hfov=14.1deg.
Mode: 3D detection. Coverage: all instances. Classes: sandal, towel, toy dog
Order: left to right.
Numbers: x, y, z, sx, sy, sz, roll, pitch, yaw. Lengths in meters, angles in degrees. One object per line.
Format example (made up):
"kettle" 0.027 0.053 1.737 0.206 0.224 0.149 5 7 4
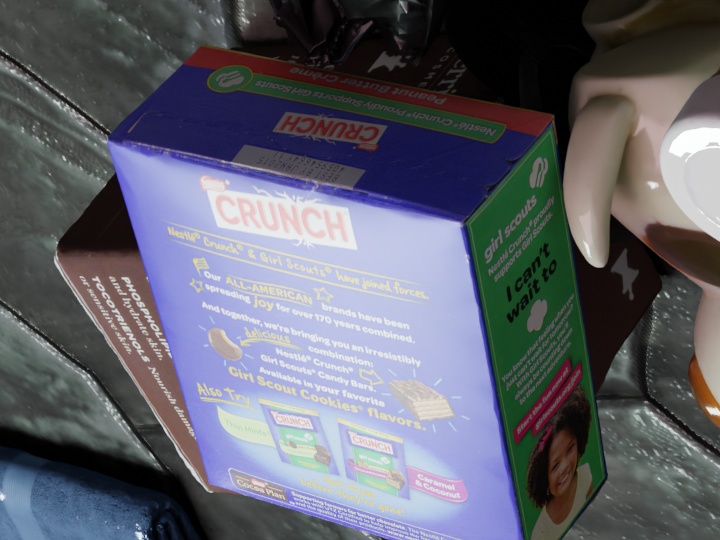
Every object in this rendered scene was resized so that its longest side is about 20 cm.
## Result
"towel" -0.188 0.163 1.880 0.200 0.049 0.112 12 140 34
"sandal" 0.099 -0.078 1.278 0.076 0.043 0.200 -30 135 9
"toy dog" 0.174 -0.021 1.192 0.139 0.194 0.200 -7 119 36

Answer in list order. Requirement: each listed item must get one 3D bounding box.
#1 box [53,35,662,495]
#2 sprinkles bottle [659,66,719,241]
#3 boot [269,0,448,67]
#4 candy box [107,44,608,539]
"box" 0.000 0.000 1.393 0.200 0.166 0.164 0 131 42
"sprinkles bottle" 0.183 -0.094 1.075 0.068 0.200 0.068 25 146 18
"boot" 0.062 -0.161 1.136 0.076 0.168 0.200 48 145 -14
"candy box" 0.003 0.017 1.202 0.169 0.077 0.200 15 138 29
